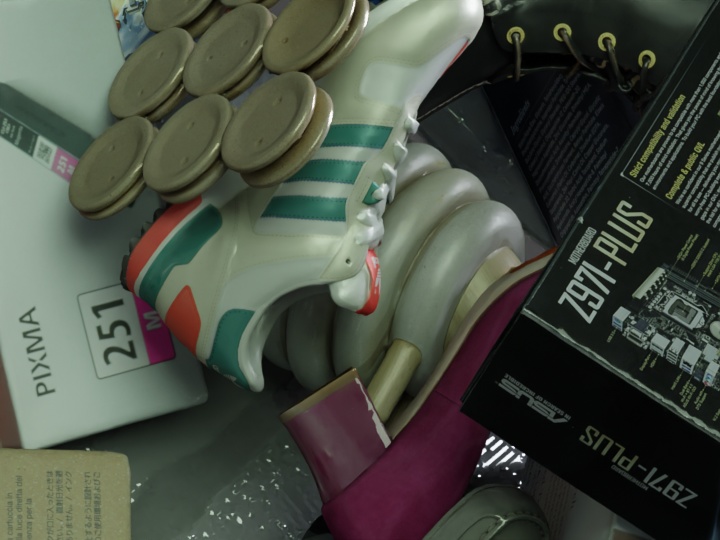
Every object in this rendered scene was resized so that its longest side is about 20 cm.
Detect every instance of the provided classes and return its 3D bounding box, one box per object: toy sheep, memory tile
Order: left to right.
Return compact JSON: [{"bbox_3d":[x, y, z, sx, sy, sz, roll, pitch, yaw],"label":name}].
[{"bbox_3d":[-0.047,-0.111,1.137,0.017,0.153,0.201,42,53,-32],"label":"memory tile"},{"bbox_3d":[0.000,0.000,1.210,0.199,0.138,0.138,28,58,19],"label":"toy sheep"}]

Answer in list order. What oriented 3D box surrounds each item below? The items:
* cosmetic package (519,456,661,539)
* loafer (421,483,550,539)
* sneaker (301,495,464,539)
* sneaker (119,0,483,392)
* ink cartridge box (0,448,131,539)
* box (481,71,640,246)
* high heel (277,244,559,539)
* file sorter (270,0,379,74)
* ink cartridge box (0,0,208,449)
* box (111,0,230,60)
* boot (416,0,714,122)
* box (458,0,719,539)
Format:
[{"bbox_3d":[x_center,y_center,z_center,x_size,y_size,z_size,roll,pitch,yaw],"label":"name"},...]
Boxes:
[{"bbox_3d":[0.160,0.134,1.142,0.164,0.200,0.166,19,60,-6],"label":"cosmetic package"},{"bbox_3d":[0.034,0.188,1.099,0.070,0.070,0.201,15,101,-37],"label":"loafer"},{"bbox_3d":[-0.019,0.151,1.149,0.199,0.083,0.071,-38,78,-29],"label":"sneaker"},{"bbox_3d":[-0.006,-0.033,1.124,0.200,0.070,0.093,-43,76,5],"label":"sneaker"},{"bbox_3d":[-0.178,0.178,1.094,0.164,0.075,0.201,3,64,-13],"label":"ink cartridge box"},{"bbox_3d":[0.186,-0.083,1.310,0.199,0.124,0.197,-15,67,-23],"label":"box"},{"bbox_3d":[0.069,0.054,1.124,0.199,0.067,0.096,-31,90,6],"label":"high heel"},{"bbox_3d":[0.030,-0.209,1.292,0.199,0.139,0.123,-27,84,-34],"label":"file sorter"},{"bbox_3d":[-0.175,-0.015,1.168,0.173,0.043,0.201,-15,93,-25],"label":"ink cartridge box"},{"bbox_3d":[-0.163,-0.111,1.227,0.200,0.040,0.137,-46,103,-20],"label":"box"},{"bbox_3d":[0.109,-0.095,1.190,0.200,0.073,0.151,-38,70,-19],"label":"boot"},{"bbox_3d":[0.161,0.010,1.039,0.163,0.086,0.200,32,57,3],"label":"box"}]
